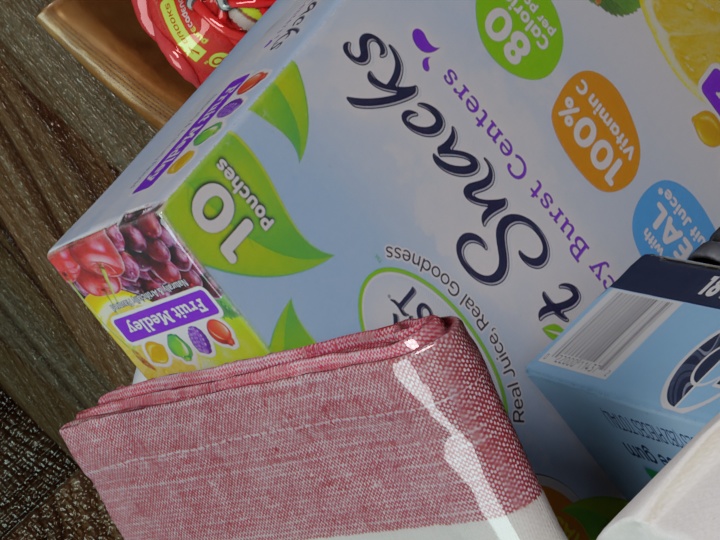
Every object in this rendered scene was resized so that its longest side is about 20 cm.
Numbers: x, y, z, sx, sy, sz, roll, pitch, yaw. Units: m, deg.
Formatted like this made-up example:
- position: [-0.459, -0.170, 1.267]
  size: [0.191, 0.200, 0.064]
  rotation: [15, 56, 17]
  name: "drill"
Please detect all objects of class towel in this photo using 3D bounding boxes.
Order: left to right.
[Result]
- position: [0.025, 0.103, 0.594]
  size: [0.144, 0.023, 0.200]
  rotation: [-13, 110, 57]
  name: "towel"

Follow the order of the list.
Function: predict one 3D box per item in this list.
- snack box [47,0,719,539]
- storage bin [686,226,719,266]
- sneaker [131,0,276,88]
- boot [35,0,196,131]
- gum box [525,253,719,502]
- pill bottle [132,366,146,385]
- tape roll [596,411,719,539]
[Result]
- position: [0.036, -0.018, 0.687]
  size: [0.142, 0.200, 0.053]
  rotation: [51, 143, -15]
  name: "snack box"
- position: [0.181, 0.043, 0.627]
  size: [0.200, 0.094, 0.135]
  rotation: [34, 162, 46]
  name: "storage bin"
- position: [-0.027, -0.094, 0.942]
  size: [0.077, 0.085, 0.200]
  rotation: [49, 169, -12]
  name: "sneaker"
- position: [-0.033, -0.032, 1.027]
  size: [0.200, 0.188, 0.068]
  rotation: [45, 126, -8]
  name: "boot"
- position: [0.138, 0.091, 0.597]
  size: [0.200, 0.045, 0.170]
  rotation: [51, 167, -17]
  name: "gum box"
- position: [0.000, 0.000, 0.809]
  size: [0.111, 0.111, 0.200]
  rotation: [53, -158, -23]
  name: "pill bottle"
- position: [0.123, 0.108, 0.517]
  size: [0.203, 0.037, 0.203]
  rotation: [44, 167, 13]
  name: "tape roll"
